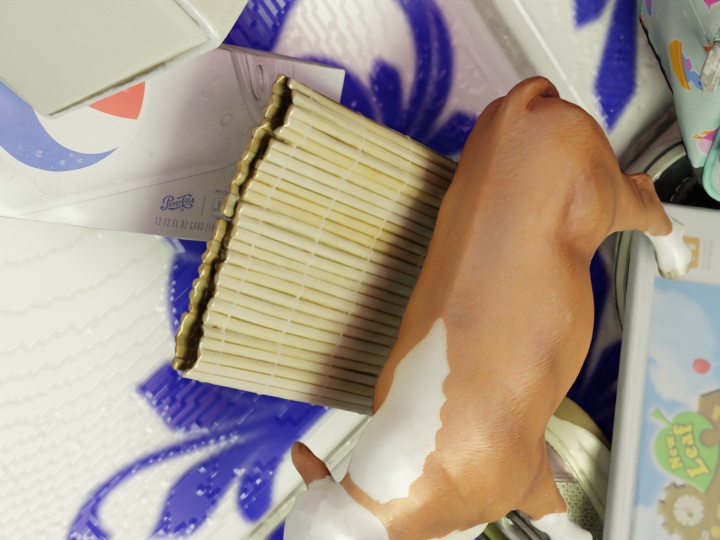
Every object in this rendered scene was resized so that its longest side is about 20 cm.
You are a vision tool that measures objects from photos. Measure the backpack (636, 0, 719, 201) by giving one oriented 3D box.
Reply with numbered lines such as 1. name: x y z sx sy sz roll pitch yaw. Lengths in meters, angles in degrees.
1. backpack: 0.192 -0.106 0.840 0.175 0.154 0.200 -13 147 -6

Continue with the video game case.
1. video game case: 0.179 0.083 0.888 0.181 0.022 0.202 7 77 0

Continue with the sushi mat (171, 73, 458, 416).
1. sushi mat: 0.000 0.000 0.826 0.200 0.012 0.096 19 92 -65

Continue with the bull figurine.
1. bull figurine: 0.045 0.037 0.835 0.121 0.065 0.201 37 73 -51

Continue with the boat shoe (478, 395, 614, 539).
1. boat shoe: 0.091 0.138 0.941 0.065 0.073 0.201 -33 106 -15

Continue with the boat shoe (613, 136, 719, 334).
1. boat shoe: 0.145 0.046 0.954 0.074 0.062 0.201 -16 106 -25

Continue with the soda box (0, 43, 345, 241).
1. soda box: -0.108 -0.051 0.780 0.199 0.068 0.064 7 97 -31

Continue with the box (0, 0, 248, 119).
1. box: -0.064 -0.166 0.718 0.128 0.109 0.201 42 61 -20
